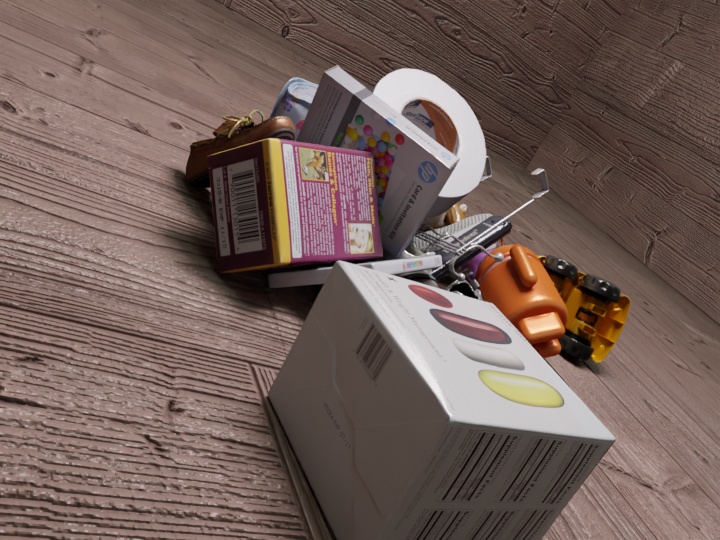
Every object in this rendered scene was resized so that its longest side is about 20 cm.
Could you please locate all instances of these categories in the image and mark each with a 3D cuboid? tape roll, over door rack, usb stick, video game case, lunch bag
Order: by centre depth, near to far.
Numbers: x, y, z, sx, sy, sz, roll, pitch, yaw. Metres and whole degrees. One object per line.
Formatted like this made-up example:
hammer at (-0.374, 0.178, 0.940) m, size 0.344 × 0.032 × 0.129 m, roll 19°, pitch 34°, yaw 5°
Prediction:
video game case at (0.000, 0.000, 0.856) m, size 0.140 × 0.019 × 0.199 m, roll -6°, pitch 1°, yaw 29°
tape roll at (0.083, -0.181, 1.000) m, size 0.196 × 0.066 × 0.206 m, roll 12°, pitch 64°, yaw -26°
over door rack at (0.171, -0.074, 1.035) m, size 0.067 × 0.200 × 0.147 m, roll 53°, pitch -13°, yaw -31°
lunch bag at (-0.092, -0.194, 1.084) m, size 0.125 × 0.172 × 0.201 m, roll 24°, pitch 21°, yaw -6°
usb stick at (0.152, -0.029, 1.089) m, size 0.055 × 0.197 × 0.033 m, roll 15°, pitch -47°, yaw 59°

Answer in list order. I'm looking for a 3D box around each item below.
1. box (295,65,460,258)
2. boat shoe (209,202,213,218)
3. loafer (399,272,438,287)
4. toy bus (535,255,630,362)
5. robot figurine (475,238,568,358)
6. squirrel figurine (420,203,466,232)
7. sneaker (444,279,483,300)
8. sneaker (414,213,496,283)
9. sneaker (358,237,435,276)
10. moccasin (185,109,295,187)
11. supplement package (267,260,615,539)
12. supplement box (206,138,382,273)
box at (0.009, -0.137, 0.907) m, size 0.198 × 0.157 × 0.041 m, roll 38°, pitch 39°, yaw 8°
boat shoe at (-0.098, -0.070, 0.919) m, size 0.197 × 0.075 × 0.076 m, roll 16°, pitch 24°, yaw -39°
loafer at (0.038, 0.049, 0.876) m, size 0.197 × 0.072 × 0.064 m, roll -4°, pitch 58°, yaw -49°
toy bus at (0.345, 0.051, 1.255) m, size 0.196 × 0.138 × 0.192 m, roll 25°, pitch 7°, yaw -12°
robot figurine at (0.244, 0.045, 1.085) m, size 0.143 × 0.116 × 0.203 m, roll 35°, pitch 26°, yaw -39°
squirrel figurine at (0.124, -0.121, 1.302) m, size 0.185 × 0.143 × 0.201 m, roll 17°, pitch 25°, yaw -52°
sneaker at (0.152, 0.050, 1.002) m, size 0.074 × 0.083 × 0.200 m, roll 34°, pitch 19°, yaw 9°
sneaker at (0.152, -0.013, 1.177) m, size 0.196 × 0.117 × 0.072 m, roll -17°, pitch 19°, yaw -24°
sneaker at (0.026, -0.044, 1.010) m, size 0.199 × 0.101 × 0.074 m, roll 38°, pitch 22°, yaw 22°
moccasin at (-0.154, -0.162, 0.886) m, size 0.072 × 0.080 × 0.199 m, roll -2°, pitch -6°, yaw -39°
supplement package at (0.061, 0.121, 0.589) m, size 0.197 × 0.149 × 0.192 m, roll 15°, pitch 25°, yaw -38°
supplement box at (-0.070, -0.071, 0.816) m, size 0.101 × 0.135 × 0.198 m, roll -7°, pitch -2°, yaw 35°
